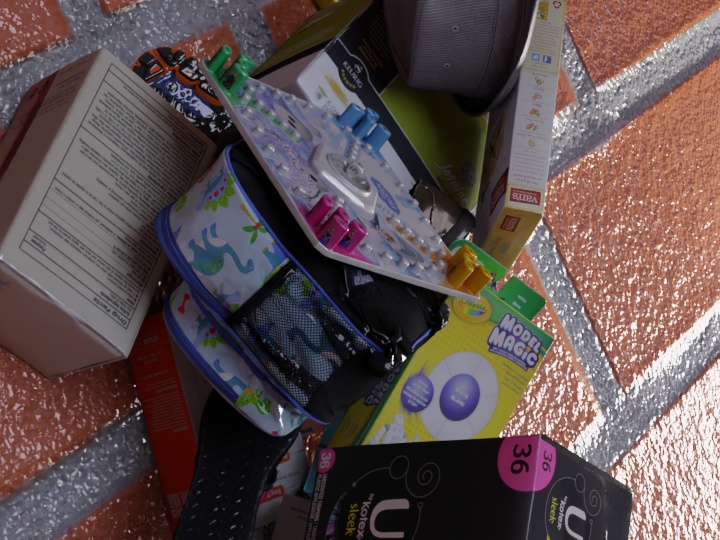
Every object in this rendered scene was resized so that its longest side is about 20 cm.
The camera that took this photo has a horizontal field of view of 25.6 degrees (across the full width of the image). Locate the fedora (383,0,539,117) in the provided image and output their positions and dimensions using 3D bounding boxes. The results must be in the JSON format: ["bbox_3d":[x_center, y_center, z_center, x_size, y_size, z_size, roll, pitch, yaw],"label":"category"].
[{"bbox_3d":[0.074,-0.223,1.296,0.089,0.201,0.178,-1,48,-17],"label":"fedora"}]

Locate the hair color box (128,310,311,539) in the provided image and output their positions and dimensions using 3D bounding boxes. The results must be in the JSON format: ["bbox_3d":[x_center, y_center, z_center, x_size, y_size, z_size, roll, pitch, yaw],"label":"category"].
[{"bbox_3d":[-0.109,0.126,1.269,0.110,0.064,0.202,-12,85,-46],"label":"hair color box"}]

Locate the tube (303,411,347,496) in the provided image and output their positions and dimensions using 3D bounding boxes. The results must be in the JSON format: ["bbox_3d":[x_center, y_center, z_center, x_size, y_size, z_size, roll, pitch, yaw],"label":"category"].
[{"bbox_3d":[0.018,0.191,1.342,0.200,0.050,0.078,45,51,-45],"label":"tube"}]

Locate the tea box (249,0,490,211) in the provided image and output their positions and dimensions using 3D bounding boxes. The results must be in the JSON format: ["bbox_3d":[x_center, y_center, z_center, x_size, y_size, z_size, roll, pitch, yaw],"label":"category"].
[{"bbox_3d":[0.007,-0.120,1.403,0.201,0.133,0.197,55,49,-17],"label":"tea box"}]

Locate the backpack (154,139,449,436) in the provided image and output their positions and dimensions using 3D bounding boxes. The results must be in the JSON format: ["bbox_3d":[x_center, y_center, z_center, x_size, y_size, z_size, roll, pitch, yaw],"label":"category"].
[{"bbox_3d":[-0.059,0.012,1.154,0.201,0.147,0.183,50,16,3],"label":"backpack"}]

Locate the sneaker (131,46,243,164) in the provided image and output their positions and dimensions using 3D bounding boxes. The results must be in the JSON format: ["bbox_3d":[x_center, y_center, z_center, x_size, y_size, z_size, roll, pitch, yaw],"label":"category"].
[{"bbox_3d":[-0.108,-0.105,1.304,0.200,0.078,0.076,41,70,-9],"label":"sneaker"}]

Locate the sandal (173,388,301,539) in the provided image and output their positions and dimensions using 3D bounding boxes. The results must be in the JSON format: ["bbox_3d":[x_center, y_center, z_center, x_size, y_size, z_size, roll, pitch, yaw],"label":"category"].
[{"bbox_3d":[-0.096,0.153,1.190,0.074,0.045,0.201,18,51,1],"label":"sandal"}]

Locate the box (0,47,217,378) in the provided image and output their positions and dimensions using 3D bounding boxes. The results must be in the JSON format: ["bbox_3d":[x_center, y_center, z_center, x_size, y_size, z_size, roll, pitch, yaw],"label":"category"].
[{"bbox_3d":[-0.213,-0.041,1.188,0.128,0.108,0.202,41,53,-30],"label":"box"}]

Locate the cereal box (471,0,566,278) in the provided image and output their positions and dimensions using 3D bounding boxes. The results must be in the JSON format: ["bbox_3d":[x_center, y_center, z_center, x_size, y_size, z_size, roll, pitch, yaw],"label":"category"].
[{"bbox_3d":[0.131,-0.111,1.335,0.039,0.144,0.202,11,67,-4],"label":"cereal box"}]

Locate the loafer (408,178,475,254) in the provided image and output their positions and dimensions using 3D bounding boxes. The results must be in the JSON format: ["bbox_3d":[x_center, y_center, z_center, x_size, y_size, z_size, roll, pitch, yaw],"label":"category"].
[{"bbox_3d":[0.000,0.000,1.284,0.200,0.073,0.071,-40,96,-10],"label":"loafer"}]

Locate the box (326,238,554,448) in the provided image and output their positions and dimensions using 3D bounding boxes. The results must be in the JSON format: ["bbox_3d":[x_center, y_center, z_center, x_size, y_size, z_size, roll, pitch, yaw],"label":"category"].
[{"bbox_3d":[0.073,0.086,1.261,0.117,0.048,0.201,33,82,-31],"label":"box"}]

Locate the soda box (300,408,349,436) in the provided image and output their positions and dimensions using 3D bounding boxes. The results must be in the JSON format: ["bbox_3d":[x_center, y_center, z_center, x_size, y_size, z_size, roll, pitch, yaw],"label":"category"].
[{"bbox_3d":[0.018,0.089,1.396,0.199,0.068,0.064,-15,88,-44],"label":"soda box"}]

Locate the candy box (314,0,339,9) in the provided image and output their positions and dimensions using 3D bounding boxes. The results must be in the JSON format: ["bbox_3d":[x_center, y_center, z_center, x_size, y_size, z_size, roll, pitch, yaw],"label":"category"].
[{"bbox_3d":[0.042,-0.217,1.541,0.200,0.026,0.103,51,46,-20],"label":"candy box"}]

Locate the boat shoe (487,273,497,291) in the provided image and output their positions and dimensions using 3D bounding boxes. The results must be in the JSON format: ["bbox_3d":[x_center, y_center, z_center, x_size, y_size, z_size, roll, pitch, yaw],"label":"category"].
[{"bbox_3d":[0.057,0.084,1.313,0.071,0.090,0.202,37,54,-41],"label":"boat shoe"}]

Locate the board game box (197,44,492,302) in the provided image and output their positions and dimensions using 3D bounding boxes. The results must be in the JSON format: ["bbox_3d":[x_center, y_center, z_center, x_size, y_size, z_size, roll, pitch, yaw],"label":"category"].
[{"bbox_3d":[-0.008,-0.072,1.168,0.199,0.026,0.201,17,33,-51],"label":"board game box"}]

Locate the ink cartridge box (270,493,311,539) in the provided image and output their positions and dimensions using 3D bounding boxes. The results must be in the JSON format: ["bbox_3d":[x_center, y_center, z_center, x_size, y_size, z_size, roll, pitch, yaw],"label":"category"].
[{"bbox_3d":[-0.016,0.294,1.245,0.145,0.084,0.202,24,79,-44],"label":"ink cartridge box"}]

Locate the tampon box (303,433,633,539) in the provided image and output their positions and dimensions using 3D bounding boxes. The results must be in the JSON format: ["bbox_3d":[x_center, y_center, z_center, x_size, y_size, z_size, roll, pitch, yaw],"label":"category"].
[{"bbox_3d":[0.070,0.209,1.111,0.126,0.198,0.152,31,60,-42],"label":"tampon box"}]
